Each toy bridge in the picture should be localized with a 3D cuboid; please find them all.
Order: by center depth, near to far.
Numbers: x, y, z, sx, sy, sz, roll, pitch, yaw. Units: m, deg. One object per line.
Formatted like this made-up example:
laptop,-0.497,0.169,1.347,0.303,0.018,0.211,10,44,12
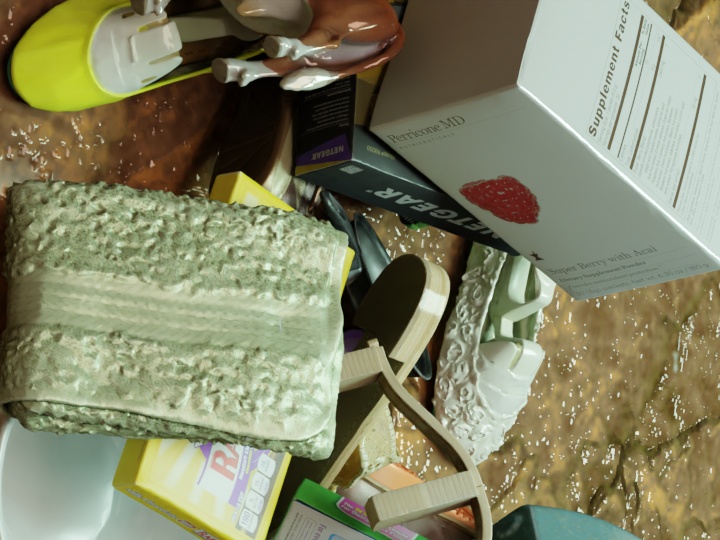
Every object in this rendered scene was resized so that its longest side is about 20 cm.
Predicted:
toy bridge,0.036,0.131,1.566,0.067,0.027,0.200,-14,73,-13

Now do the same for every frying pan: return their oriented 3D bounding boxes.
frying pan,0.007,0.016,1.690,0.190,0.031,0.115,18,49,-77

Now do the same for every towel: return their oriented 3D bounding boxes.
towel,-0.101,0.024,1.503,0.200,0.036,0.148,8,70,-21

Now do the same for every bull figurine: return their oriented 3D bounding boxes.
bull figurine,-0.068,-0.173,1.585,0.121,0.200,0.065,-32,146,-42

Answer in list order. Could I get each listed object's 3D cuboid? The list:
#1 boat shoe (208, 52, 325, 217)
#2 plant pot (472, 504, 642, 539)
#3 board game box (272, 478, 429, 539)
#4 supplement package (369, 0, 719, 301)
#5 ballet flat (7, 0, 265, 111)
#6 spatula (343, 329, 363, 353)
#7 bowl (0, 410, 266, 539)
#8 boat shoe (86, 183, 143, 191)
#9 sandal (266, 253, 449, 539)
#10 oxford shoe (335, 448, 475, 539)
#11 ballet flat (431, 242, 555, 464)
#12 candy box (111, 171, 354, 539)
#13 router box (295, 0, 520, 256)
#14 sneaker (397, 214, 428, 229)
boat shoe,-0.031,-0.096,1.681,0.072,0.072,0.200,45,45,-32
plant pot,0.125,0.264,1.712,0.200,0.196,0.196,47,15,-22
board game box,0.022,0.235,1.606,0.153,0.200,0.040,-64,178,15
supplement package,0.123,-0.089,1.624,0.200,0.121,0.120,38,55,-33
ballet flat,-0.115,-0.139,1.621,0.200,0.067,0.067,-19,105,-42
spatula,-0.059,0.094,1.696,0.200,0.021,0.057,-28,110,-39
bowl,-0.153,0.123,1.561,0.201,0.090,0.201,2,87,-44
boat shoe,-0.122,-0.003,1.608,0.200,0.072,0.076,29,83,-45
sandal,0.004,0.092,1.653,0.070,0.078,0.212,26,104,-34
oxford shoe,0.032,0.172,1.759,0.200,0.071,0.073,36,87,-34
ballet flat,0.096,0.031,1.813,0.072,0.072,0.200,21,75,-40
candy box,-0.070,0.054,1.561,0.102,0.026,0.200,34,62,-34
router box,0.051,-0.110,1.682,0.200,0.052,0.157,18,68,-42
sneaker,0.043,-0.119,1.770,0.084,0.077,0.200,24,62,-34
